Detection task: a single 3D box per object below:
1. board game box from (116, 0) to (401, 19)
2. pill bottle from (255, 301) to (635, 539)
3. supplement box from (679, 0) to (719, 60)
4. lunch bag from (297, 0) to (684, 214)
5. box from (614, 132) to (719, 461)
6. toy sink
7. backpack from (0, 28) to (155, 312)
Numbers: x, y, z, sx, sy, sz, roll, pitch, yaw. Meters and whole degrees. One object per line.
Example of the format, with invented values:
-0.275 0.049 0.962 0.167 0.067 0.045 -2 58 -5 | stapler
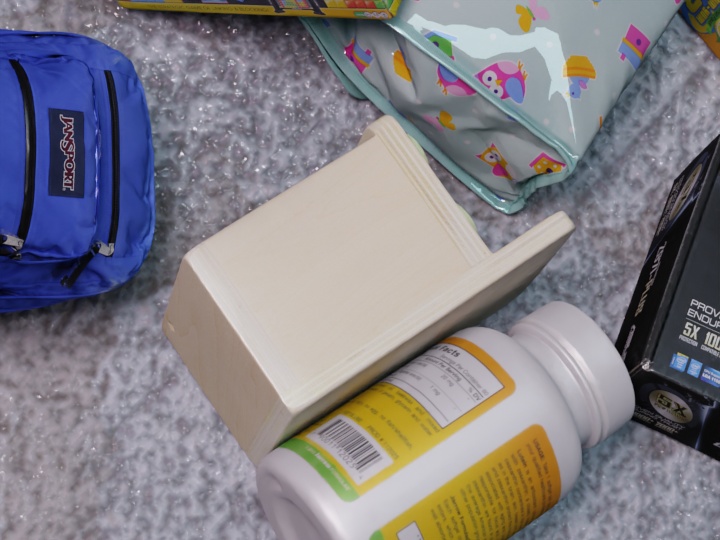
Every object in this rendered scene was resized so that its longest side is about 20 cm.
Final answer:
-0.042 -0.229 1.083 0.199 0.057 0.166 6 57 33 | board game box
0.052 0.101 1.027 0.199 0.111 0.111 -31 81 -21 | pill bottle
0.225 -0.211 1.196 0.069 0.067 0.200 -37 82 -21 | supplement box
0.072 -0.163 1.118 0.199 0.122 0.171 36 69 -5 | lunch bag
0.265 0.039 1.110 0.199 0.086 0.165 26 68 -3 | box
0.000 0.000 1.041 0.199 0.130 0.112 -32 81 -19 | toy sink
-0.201 -0.049 0.976 0.199 0.167 0.164 1 91 -41 | backpack
